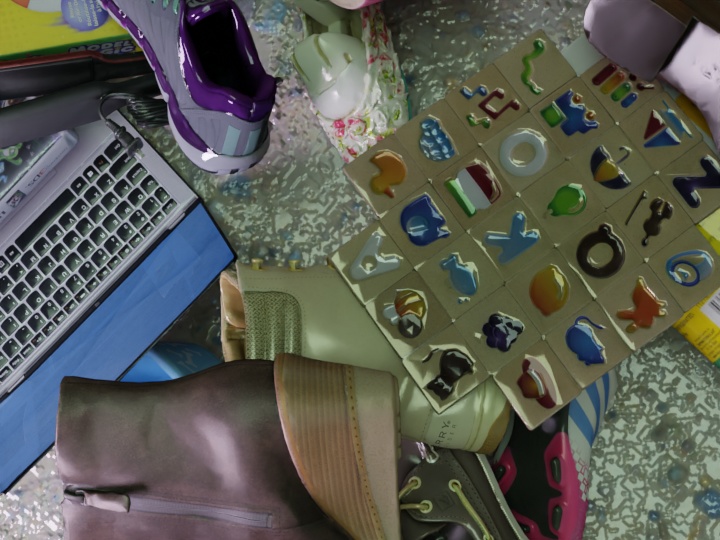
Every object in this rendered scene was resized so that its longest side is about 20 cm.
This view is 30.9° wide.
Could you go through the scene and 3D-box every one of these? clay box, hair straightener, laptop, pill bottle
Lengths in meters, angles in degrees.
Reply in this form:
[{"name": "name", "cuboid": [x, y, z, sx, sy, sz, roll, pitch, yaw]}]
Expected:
[{"name": "clay box", "cuboid": [-0.205, -0.181, 0.803, 0.198, 0.048, 0.116, -14, 80, -20]}, {"name": "hair straightener", "cuboid": [-0.137, -0.097, 0.790, 0.197, 0.041, 0.078, -10, 65, -22]}, {"name": "laptop", "cuboid": [-0.191, -0.005, 0.782, 0.187, 0.116, 0.200, -44, 80, 0]}, {"name": "pill bottle", "cuboid": [0.180, -0.041, 0.736, 0.200, 0.113, 0.113, 43, 90, 10]}]

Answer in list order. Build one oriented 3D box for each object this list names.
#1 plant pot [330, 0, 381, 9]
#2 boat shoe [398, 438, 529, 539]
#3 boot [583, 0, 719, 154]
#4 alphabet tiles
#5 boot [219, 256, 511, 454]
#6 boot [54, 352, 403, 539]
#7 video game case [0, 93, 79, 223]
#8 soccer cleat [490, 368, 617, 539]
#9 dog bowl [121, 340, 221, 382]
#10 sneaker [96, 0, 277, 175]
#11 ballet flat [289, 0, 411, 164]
[{"name": "plant pot", "cuboid": [0.038, -0.244, 0.716, 0.178, 0.200, 0.201, -33, 79, -14]}, {"name": "boat shoe", "cuboid": [0.043, 0.141, 0.713, 0.072, 0.059, 0.201, -39, 81, 27]}, {"name": "boot", "cuboid": [0.222, -0.139, 0.721, 0.186, 0.200, 0.064, 39, 131, -2]}, {"name": "alphabet tiles", "cuboid": [0.090, -0.025, 0.673, 0.199, 0.006, 0.167, -35, 78, -7]}, {"name": "boot", "cuboid": [0.000, 0.000, 0.717, 0.153, 0.073, 0.202, 5, 62, -11]}, {"name": "boot", "cuboid": [-0.060, 0.134, 0.646, 0.164, 0.073, 0.203, -3, 113, -1]}, {"name": "video game case", "cuboid": [-0.301, -0.084, 0.836, 0.182, 0.023, 0.200, -46, 68, 0]}, {"name": "soccer cleat", "cuboid": [0.116, 0.096, 0.752, 0.069, 0.086, 0.203, 17, 108, 38]}, {"name": "dog bowl", "cuboid": [-0.103, 0.113, 0.745, 0.200, 0.049, 0.112, 38, 95, 37]}, {"name": "sneaker", "cuboid": [-0.100, -0.159, 0.750, 0.074, 0.088, 0.201, -26, 79, -26]}, {"name": "ballet flat", "cuboid": [-0.019, -0.151, 0.797, 0.075, 0.063, 0.203, -23, 73, 40]}]
